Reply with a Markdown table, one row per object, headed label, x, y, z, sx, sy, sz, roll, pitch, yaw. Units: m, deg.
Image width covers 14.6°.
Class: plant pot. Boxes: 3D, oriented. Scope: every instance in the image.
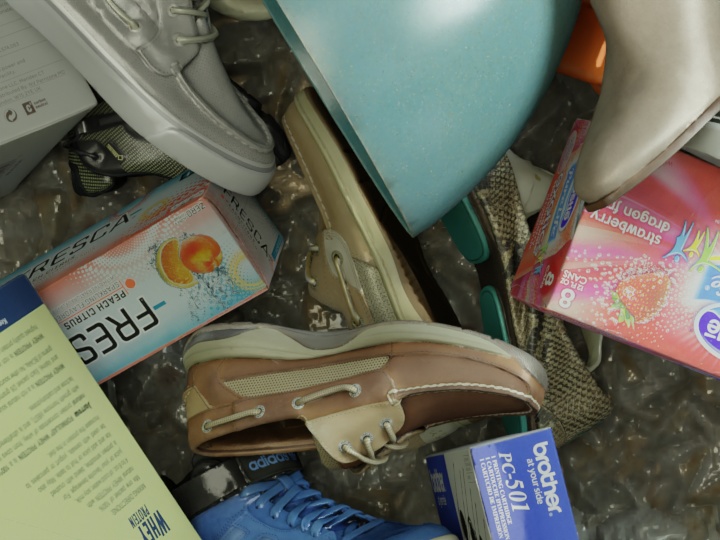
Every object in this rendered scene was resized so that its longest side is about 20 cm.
| label | x | y | z | sx | sy | sz | roll | pitch | yaw |
| --- | --- | --- | --- | --- | --- | --- | --- | --- | --- |
| plant pot | 0.029 | -0.137 | 1.382 | 0.134 | 0.200 | 0.201 | -32 | 84 | -1 |

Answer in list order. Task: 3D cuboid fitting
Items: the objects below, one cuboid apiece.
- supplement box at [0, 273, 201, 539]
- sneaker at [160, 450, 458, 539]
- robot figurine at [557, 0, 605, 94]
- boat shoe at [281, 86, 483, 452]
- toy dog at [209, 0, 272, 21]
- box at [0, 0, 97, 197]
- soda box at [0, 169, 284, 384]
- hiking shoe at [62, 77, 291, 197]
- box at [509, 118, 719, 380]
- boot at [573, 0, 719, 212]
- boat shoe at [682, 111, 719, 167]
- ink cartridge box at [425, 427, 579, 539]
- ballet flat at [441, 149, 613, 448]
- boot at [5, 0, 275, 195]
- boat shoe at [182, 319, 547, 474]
| label | x | y | z | sx | sy | sz | roll | pitch | yaw |
| --- | --- | --- | --- | --- | --- | --- | --- | --- | --- |
| supplement box | -0.201 | 0.143 | 1.389 | 0.134 | 0.200 | 0.200 | -32 | 94 | 27 |
| sneaker | -0.036 | 0.130 | 1.468 | 0.199 | 0.076 | 0.112 | -20 | 82 | 44 |
| robot figurine | 0.163 | -0.186 | 1.453 | 0.143 | 0.117 | 0.201 | 25 | 91 | 8 |
| boat shoe | 0.000 | 0.000 | 1.499 | 0.065 | 0.072 | 0.201 | -26 | 91 | 16 |
| toy dog | -0.016 | -0.238 | 1.474 | 0.198 | 0.140 | 0.195 | -6 | 88 | 7 |
| box | -0.246 | -0.136 | 1.497 | 0.097 | 0.124 | 0.201 | -25 | 84 | -36 |
| soda box | -0.141 | 0.018 | 1.494 | 0.199 | 0.068 | 0.064 | -28 | 108 | 18 |
| hiking shoe | -0.139 | -0.093 | 1.518 | 0.200 | 0.076 | 0.101 | 37 | 91 | 7 |
| box | 0.190 | 0.005 | 1.429 | 0.199 | 0.095 | 0.103 | 22 | 92 | -10 |
| boot | 0.128 | -0.143 | 1.334 | 0.147 | 0.070 | 0.200 | 54 | 55 | -16 |
| boat shoe | 0.199 | -0.083 | 1.401 | 0.070 | 0.200 | 0.064 | 23 | 101 | 4 |
| ink cartridge box | 0.074 | 0.132 | 1.416 | 0.044 | 0.200 | 0.095 | -13 | 87 | -5 |
| ballet flat | 0.085 | -0.006 | 1.495 | 0.075 | 0.068 | 0.201 | -20 | 91 | -14 |
| boot | -0.100 | -0.134 | 1.435 | 0.200 | 0.074 | 0.096 | 42 | 111 | -7 |
| boat shoe | 0.000 | 0.070 | 1.433 | 0.199 | 0.076 | 0.072 | -2 | 67 | 24 |
